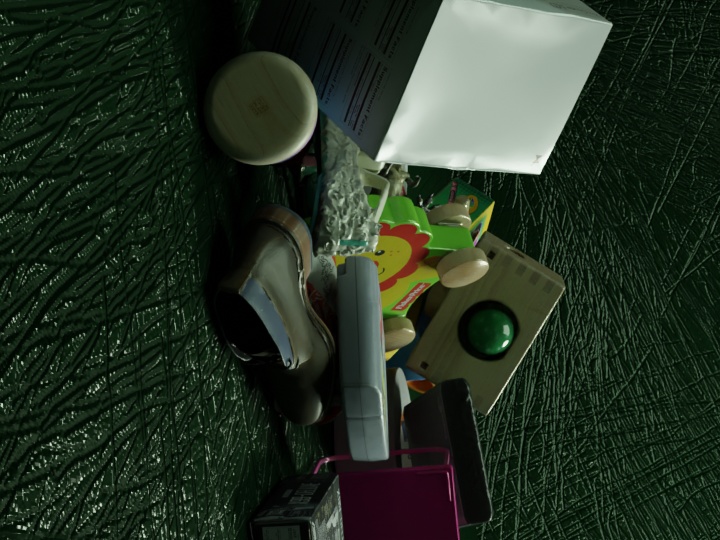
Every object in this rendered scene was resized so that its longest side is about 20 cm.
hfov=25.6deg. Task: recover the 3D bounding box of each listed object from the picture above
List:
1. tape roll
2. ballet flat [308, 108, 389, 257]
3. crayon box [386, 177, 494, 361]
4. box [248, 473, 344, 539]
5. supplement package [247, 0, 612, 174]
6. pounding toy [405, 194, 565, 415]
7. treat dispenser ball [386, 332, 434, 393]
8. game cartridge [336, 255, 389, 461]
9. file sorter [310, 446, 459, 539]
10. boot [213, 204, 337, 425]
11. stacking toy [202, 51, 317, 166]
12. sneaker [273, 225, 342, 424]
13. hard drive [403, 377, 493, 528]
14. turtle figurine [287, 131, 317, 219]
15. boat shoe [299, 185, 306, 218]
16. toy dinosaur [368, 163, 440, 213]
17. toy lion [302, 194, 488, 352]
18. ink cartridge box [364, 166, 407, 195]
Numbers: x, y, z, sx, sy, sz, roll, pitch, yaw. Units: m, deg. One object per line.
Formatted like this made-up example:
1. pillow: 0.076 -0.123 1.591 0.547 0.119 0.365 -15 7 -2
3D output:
1. tape roll: 0.019 0.207 1.716 0.200 0.066 0.200 -5 90 -83
2. ballet flat: -0.009 -0.079 1.300 0.200 0.072 0.072 -89 170 -47
3. crayon box: 0.063 0.001 1.737 0.200 0.058 0.119 -44 158 -38
4. box: -0.042 0.278 1.284 0.158 0.050 0.200 -43 127 -81
5. supplement package: 0.054 -0.195 1.294 0.200 0.191 0.147 47 -57 39
6. pounding toy: 0.121 0.031 1.661 0.184 0.142 0.200 -59 177 6
7. treat dispenser ball: 0.104 0.054 1.930 0.201 0.201 0.201 -5 90 -82
8. game cartridge: 0.003 0.087 1.343 0.200 0.041 0.133 82 9 -67
9. file sorter: 0.029 0.273 1.476 0.125 0.139 0.200 -42 127 -82
10. boot: -0.072 0.058 1.215 0.097 0.075 0.200 -56 143 -50
11. stacking toy: -0.069 -0.115 1.261 0.200 0.085 0.085 42 44 -85
12. sneaker: -0.048 0.052 1.319 0.201 0.067 0.108 78 8 -57
13. hard drive: 0.087 0.191 1.597 0.200 0.033 0.140 127 -46 -75
14. turtle figurine: -0.026 -0.110 1.476 0.150 0.101 0.200 -54 152 -68
15. boat shoe: -0.033 -0.029 1.599 0.063 0.073 0.200 14 -57 52
16. toy dinosaur: 0.024 -0.050 1.528 0.088 0.047 0.200 29 -80 56
17. toy lion: 0.000 0.000 1.411 0.200 0.192 0.069 -46 -128 44
18. ink cartridge box: -0.001 -0.149 1.727 0.145 0.083 0.200 -85 168 -48
